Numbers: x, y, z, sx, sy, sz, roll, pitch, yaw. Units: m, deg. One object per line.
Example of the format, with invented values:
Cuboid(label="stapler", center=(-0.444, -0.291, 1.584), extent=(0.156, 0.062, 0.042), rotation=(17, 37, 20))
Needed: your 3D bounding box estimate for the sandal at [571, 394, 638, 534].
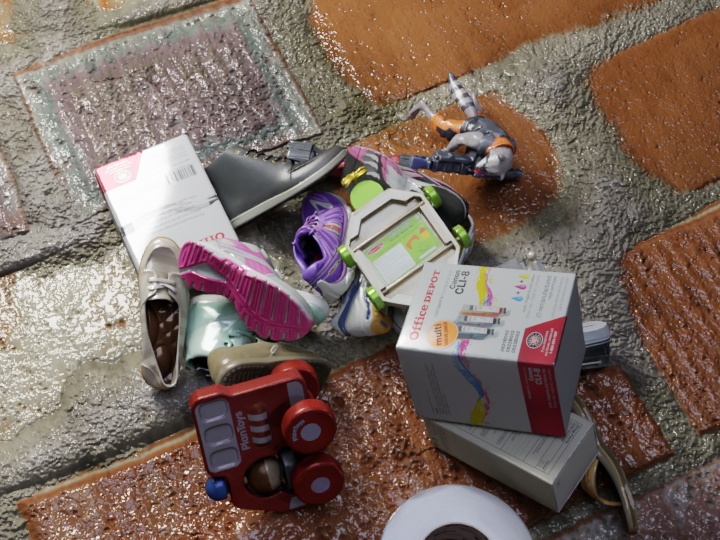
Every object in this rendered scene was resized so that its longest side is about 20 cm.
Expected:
Cuboid(label="sandal", center=(0.299, 0.251, 1.444), extent=(0.054, 0.080, 0.201), rotation=(-25, 62, 1))

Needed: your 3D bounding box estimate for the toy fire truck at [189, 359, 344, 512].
Cuboid(label="toy fire truck", center=(-0.116, 0.214, 1.379), extent=(0.166, 0.202, 0.112), rotation=(-13, 31, -10))

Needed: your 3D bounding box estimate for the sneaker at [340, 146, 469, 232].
Cuboid(label="sneaker", center=(0.064, -0.108, 1.579), extent=(0.199, 0.086, 0.081), rotation=(31, 106, 16))

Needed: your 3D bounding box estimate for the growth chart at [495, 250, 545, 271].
Cuboid(label="growth chart", center=(0.187, 0.061, 1.542), extent=(0.198, 0.018, 0.146), rotation=(-20, 94, -15))

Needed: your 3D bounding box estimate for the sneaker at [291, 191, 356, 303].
Cuboid(label="sneaker", center=(-0.057, -0.049, 1.555), extent=(0.080, 0.083, 0.201), rotation=(-41, 35, 22))

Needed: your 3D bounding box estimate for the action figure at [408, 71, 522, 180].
Cuboid(label="action figure", center=(0.150, -0.199, 1.647), extent=(0.198, 0.105, 0.194), rotation=(-2, 38, -36))

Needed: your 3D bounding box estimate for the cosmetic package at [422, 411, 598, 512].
Cuboid(label="cosmetic package", center=(0.189, 0.207, 1.424), extent=(0.199, 0.073, 0.104), rotation=(26, 61, 34))

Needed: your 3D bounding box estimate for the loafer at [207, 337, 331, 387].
Cuboid(label="loafer", center=(-0.116, 0.122, 1.446), extent=(0.067, 0.199, 0.076), rotation=(45, 110, 34))

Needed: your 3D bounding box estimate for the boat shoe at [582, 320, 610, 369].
Cuboid(label="boat shoe", center=(0.249, 0.123, 1.509), extent=(0.197, 0.072, 0.072), rotation=(-12, 95, -9))

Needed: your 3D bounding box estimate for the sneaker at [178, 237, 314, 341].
Cuboid(label="sneaker", center=(-0.136, 0.013, 1.464), extent=(0.199, 0.082, 0.088), rotation=(35, 34, 13))

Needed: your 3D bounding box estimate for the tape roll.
Cuboid(label="tape roll", center=(0.115, 0.368, 1.370), extent=(0.197, 0.066, 0.202), rotation=(1, 61, -2))

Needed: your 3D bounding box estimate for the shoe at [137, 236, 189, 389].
Cuboid(label="shoe", center=(-0.255, 0.057, 1.476), extent=(0.069, 0.053, 0.203), rotation=(-1, 94, -20))

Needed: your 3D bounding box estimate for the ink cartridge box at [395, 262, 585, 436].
Cuboid(label="ink cartridge box", center=(0.163, 0.095, 1.385), extent=(0.198, 0.145, 0.146), rotation=(4, 49, 22))

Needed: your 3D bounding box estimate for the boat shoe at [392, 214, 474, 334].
Cuboid(label="boat shoe", center=(0.106, -0.002, 1.566), extent=(0.074, 0.086, 0.203), rotation=(30, 63, 14))

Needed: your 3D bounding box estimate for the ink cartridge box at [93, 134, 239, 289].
Cuboid(label="ink cartridge box", center=(-0.270, -0.071, 1.585), extent=(0.144, 0.084, 0.201), rotation=(-22, 65, -14))

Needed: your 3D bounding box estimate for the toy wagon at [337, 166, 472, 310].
Cuboid(label="toy wagon", center=(0.045, -0.049, 1.495), extent=(0.154, 0.040, 0.201), rotation=(-34, 75, -6))

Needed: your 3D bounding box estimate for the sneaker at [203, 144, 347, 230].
Cuboid(label="sneaker", center=(-0.123, -0.150, 1.598), extent=(0.199, 0.075, 0.107), rotation=(-30, 91, 4))

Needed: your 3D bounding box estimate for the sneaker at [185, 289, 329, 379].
Cuboid(label="sneaker", center=(-0.139, 0.092, 1.505), extent=(0.198, 0.074, 0.119), rotation=(-4, 54, 6))

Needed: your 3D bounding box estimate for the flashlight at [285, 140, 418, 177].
Cuboid(label="flashlight", center=(-0.013, -0.150, 1.654), extent=(0.197, 0.068, 0.069), rotation=(9, 55, 1))

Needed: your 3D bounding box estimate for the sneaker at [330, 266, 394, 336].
Cuboid(label="sneaker", center=(0.000, 0.000, 1.562), extent=(0.087, 0.075, 0.202), rotation=(-12, 50, 25))
